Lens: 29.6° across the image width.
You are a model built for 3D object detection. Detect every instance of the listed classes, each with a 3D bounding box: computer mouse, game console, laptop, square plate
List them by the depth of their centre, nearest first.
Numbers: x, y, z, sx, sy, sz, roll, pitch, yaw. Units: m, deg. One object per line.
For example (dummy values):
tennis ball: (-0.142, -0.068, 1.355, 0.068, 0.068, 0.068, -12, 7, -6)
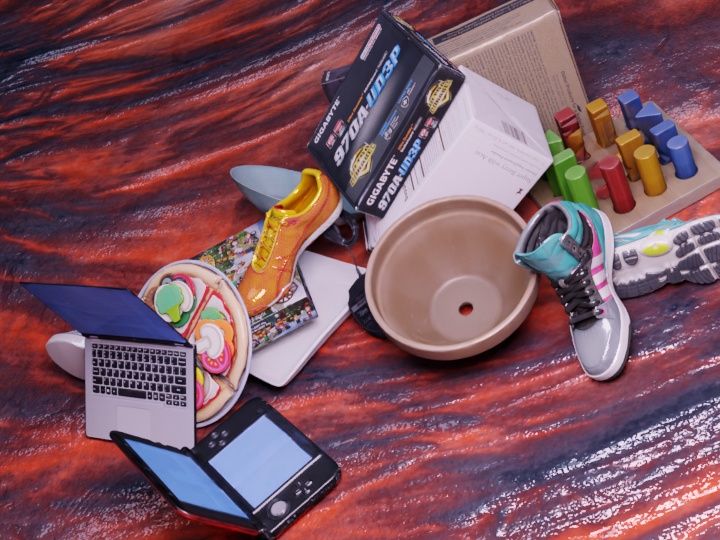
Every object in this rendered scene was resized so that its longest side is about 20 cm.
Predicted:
game console: (-0.148, 0.201, 1.498, 0.172, 0.119, 0.199, -39, 38, -15)
laptop: (-0.298, 0.114, 1.613, 0.185, 0.203, 0.115, 3, 4, 36)
computer mouse: (0.000, 0.000, 1.664, 0.058, 0.034, 0.202, -36, 59, 18)
square plate: (-0.097, 0.057, 1.715, 0.199, 0.029, 0.198, 16, 56, 44)

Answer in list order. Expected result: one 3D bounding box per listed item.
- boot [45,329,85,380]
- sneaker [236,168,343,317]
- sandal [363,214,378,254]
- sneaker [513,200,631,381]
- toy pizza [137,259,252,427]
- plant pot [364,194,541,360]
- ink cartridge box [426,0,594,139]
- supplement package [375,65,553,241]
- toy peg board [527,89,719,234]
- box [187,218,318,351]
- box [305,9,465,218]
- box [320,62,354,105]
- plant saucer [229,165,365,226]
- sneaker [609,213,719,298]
boot: (-0.312, 0.095, 1.785, 0.197, 0.073, 0.091, 7, 43, 27)
sneaker: (-0.101, -0.036, 1.660, 0.073, 0.077, 0.201, 21, 76, 44)
sandal: (0.041, -0.025, 1.687, 0.059, 0.078, 0.208, -50, 40, 32)
sneaker: (0.220, 0.010, 1.436, 0.083, 0.120, 0.203, -30, 53, 39)
toy pizza: (-0.213, 0.089, 1.643, 0.198, 0.032, 0.204, -1, 88, 34)
plant pot: (0.110, 0.023, 1.542, 0.198, 0.093, 0.203, -8, 56, 12)
ink cartridge box: (0.194, -0.229, 1.722, 0.163, 0.201, 0.076, -23, 37, 5)
supplement package: (0.117, -0.114, 1.626, 0.201, 0.120, 0.121, -52, 27, 30)
toy peg board: (0.299, -0.140, 1.633, 0.197, 0.098, 0.201, -29, 36, 0)
box: (-0.140, 0.021, 1.729, 0.135, 0.038, 0.201, -27, 36, 2)
box: (0.027, -0.188, 1.632, 0.201, 0.046, 0.159, -59, 39, 18)
box: (0.050, -0.186, 1.763, 0.141, 0.201, 0.036, -13, 34, 20)
plant saucer: (-0.080, -0.092, 1.808, 0.198, 0.039, 0.201, 14, 14, -4)
sneaker: (0.351, -0.033, 1.493, 0.197, 0.078, 0.080, -11, 30, 23)
